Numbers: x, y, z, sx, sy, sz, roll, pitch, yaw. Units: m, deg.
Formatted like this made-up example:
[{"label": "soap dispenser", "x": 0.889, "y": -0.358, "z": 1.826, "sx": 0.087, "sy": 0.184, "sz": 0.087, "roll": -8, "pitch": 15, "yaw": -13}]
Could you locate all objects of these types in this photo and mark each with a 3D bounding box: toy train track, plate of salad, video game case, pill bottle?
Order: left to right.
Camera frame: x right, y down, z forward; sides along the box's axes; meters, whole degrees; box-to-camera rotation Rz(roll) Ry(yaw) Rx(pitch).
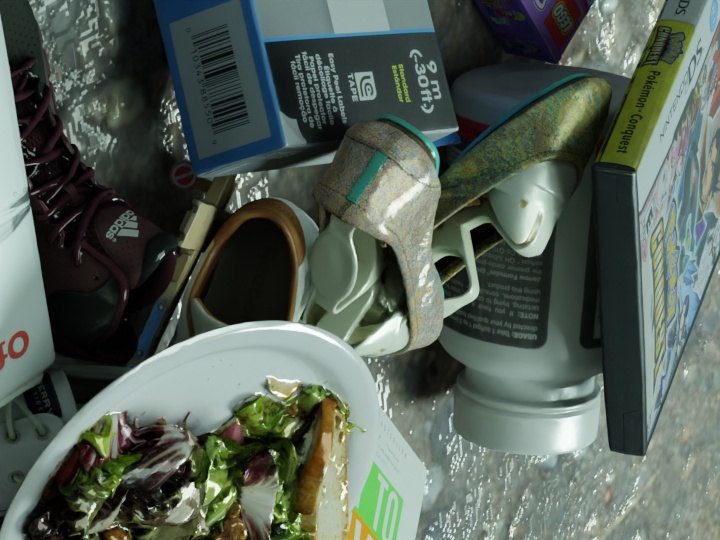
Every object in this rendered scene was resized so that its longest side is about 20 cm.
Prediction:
[{"label": "toy train track", "x": -0.105, "y": 0.013, "z": 1.418, "sx": 0.115, "sy": 0.032, "sz": 0.201, "roll": 25, "pitch": 89, "yaw": -85}, {"label": "plate of salad", "x": -0.071, "y": 0.109, "z": 1.319, "sx": 0.200, "sy": 0.048, "sz": 0.201, "roll": -23, "pitch": 138, "yaw": -23}, {"label": "pill bottle", "x": 0.098, "y": -0.006, "z": 1.614, "sx": 0.111, "sy": 0.110, "sz": 0.201, "roll": -16, "pitch": 115, "yaw": -49}, {"label": "video game case", "x": 0.163, "y": -0.034, "z": 1.580, "sx": 0.181, "sy": 0.025, "sz": 0.200, "roll": -64, "pitch": 155, "yaw": -44}]

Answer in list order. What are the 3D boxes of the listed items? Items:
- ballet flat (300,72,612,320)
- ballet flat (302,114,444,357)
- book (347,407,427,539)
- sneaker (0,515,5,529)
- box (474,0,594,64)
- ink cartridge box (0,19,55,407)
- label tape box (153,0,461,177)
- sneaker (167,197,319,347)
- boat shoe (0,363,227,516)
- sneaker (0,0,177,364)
[{"label": "ballet flat", "x": 0.056, "y": -0.021, "z": 1.511, "sx": 0.200, "sy": 0.071, "sz": 0.071, "roll": -34, "pitch": 140, "yaw": 7}, {"label": "ballet flat", "x": 0.000, "y": 0.000, "z": 1.398, "sx": 0.067, "sy": 0.068, "sz": 0.200, "roll": -55, "pitch": 161, "yaw": -24}, {"label": "book", "x": -0.023, "y": 0.156, "z": 1.501, "sx": 0.134, "sy": 0.048, "sz": 0.201, "roll": 58, "pitch": 35, "yaw": -49}, {"label": "sneaker", "x": -0.150, "y": 0.179, "z": 1.389, "sx": 0.114, "sy": 0.075, "sz": 0.200, "roll": -47, "pitch": 126, "yaw": -14}, {"label": "box", "x": 0.088, "y": -0.225, "z": 1.578, "sx": 0.137, "sy": 0.039, "sz": 0.200, "roll": -59, "pitch": 141, "yaw": -20}, {"label": "ink cartridge box", "x": -0.214, "y": -0.024, "z": 1.220, "sx": 0.146, "sy": 0.083, "sz": 0.201, "roll": -33, "pitch": 127, "yaw": -42}, {"label": "label tape box", "x": -0.011, "y": -0.127, "z": 1.420, "sx": 0.200, "sy": 0.066, "sz": 0.144, "roll": -9, "pitch": 84, "yaw": -49}, {"label": "sneaker", "x": -0.074, "y": 0.059, "z": 1.418, "sx": 0.085, "sy": 0.073, "sz": 0.201, "roll": 36, "pitch": 68, "yaw": -82}, {"label": "boat shoe", "x": -0.147, "y": 0.067, "z": 1.314, "sx": 0.199, "sy": 0.074, "sz": 0.067, "roll": -4, "pitch": 147, "yaw": -35}, {"label": "sneaker", "x": -0.129, "y": -0.046, "z": 1.296, "sx": 0.076, "sy": 0.115, "sz": 0.201, "roll": -37, "pitch": 131, "yaw": -39}]
